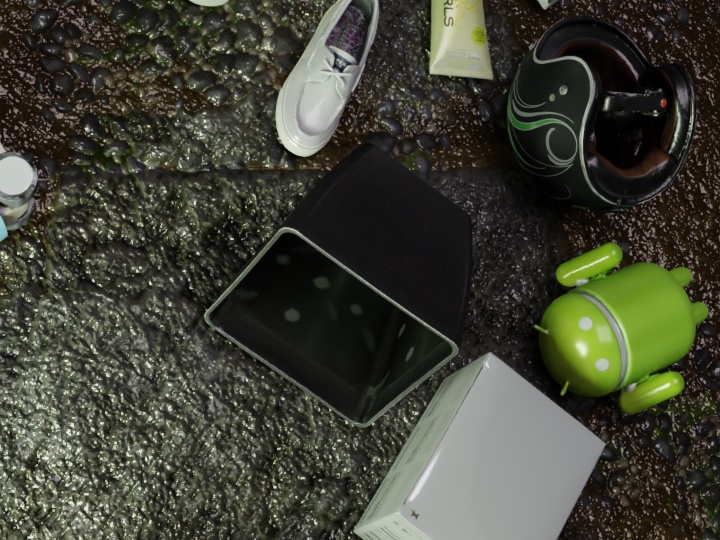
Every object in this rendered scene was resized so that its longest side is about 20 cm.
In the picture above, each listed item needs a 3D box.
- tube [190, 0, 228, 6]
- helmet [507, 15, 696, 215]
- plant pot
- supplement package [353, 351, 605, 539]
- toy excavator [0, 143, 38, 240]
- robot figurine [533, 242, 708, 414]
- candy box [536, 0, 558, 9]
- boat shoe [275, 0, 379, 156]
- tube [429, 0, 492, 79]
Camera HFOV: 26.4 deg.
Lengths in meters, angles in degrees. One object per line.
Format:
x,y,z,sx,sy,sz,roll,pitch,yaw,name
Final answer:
-0.152,-0.381,1.639,0.058,0.052,0.202,9,70,-15,tube
0.251,-0.169,1.669,0.198,0.191,0.202,-8,111,-22,helmet
0.000,0.000,1.506,0.199,0.199,0.178,36,51,-8,plant pot
0.120,0.215,1.522,0.155,0.111,0.201,38,62,-8,supplement package
-0.421,-0.082,1.402,0.200,0.100,0.195,-38,89,-21,toy excavator
0.275,0.063,1.640,0.199,0.116,0.177,-21,84,-28,robot figurine
0.222,-0.436,1.801,0.167,0.072,0.200,-37,86,-24,candy box
-0.028,-0.214,1.628,0.072,0.068,0.201,33,62,-10,boat shoe
0.109,-0.313,1.729,0.058,0.052,0.202,-7,76,19,tube
